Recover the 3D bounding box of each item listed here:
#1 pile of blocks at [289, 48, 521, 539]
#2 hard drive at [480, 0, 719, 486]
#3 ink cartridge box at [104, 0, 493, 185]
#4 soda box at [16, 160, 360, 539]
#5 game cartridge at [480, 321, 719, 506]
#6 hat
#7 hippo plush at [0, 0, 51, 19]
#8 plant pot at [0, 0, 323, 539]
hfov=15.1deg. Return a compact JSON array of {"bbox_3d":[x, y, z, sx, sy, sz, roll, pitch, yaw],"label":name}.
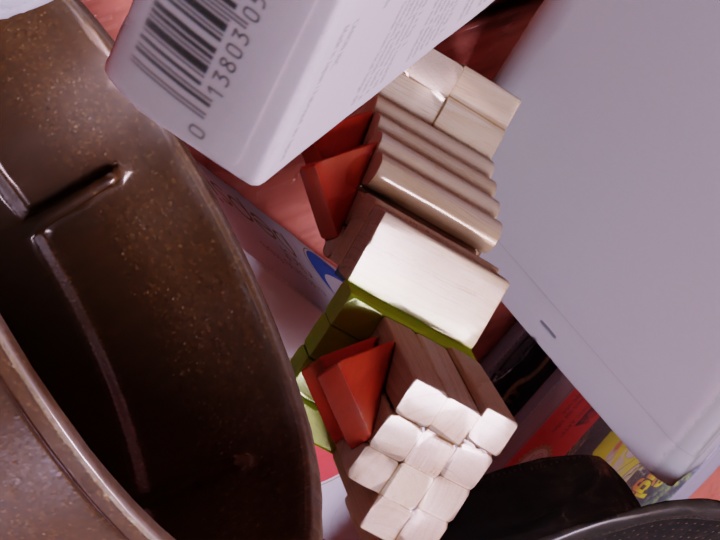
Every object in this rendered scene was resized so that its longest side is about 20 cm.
[{"bbox_3d":[0.000,0.000,0.814,0.062,0.201,0.082,29,128,-20],"label":"pile of blocks"},{"bbox_3d":[0.103,-0.038,0.841,0.026,0.132,0.200,-28,160,-39],"label":"hard drive"},{"bbox_3d":[0.038,-0.126,0.594,0.200,0.050,0.163,-45,168,-48],"label":"ink cartridge box"},{"bbox_3d":[-0.042,0.021,0.878,0.068,0.064,0.200,-43,143,7],"label":"soda box"},{"bbox_3d":[0.099,0.051,1.049,0.200,0.041,0.133,-50,145,15],"label":"game cartridge"},{"bbox_3d":[0.060,0.118,0.957,0.199,0.081,0.201,-10,139,-9],"label":"hat"},{"bbox_3d":[-0.101,-0.108,0.578,0.199,0.162,0.159,21,129,-28],"label":"hippo plush"},{"bbox_3d":[-0.144,0.037,0.704,0.197,0.201,0.200,-28,145,15],"label":"plant pot"}]
